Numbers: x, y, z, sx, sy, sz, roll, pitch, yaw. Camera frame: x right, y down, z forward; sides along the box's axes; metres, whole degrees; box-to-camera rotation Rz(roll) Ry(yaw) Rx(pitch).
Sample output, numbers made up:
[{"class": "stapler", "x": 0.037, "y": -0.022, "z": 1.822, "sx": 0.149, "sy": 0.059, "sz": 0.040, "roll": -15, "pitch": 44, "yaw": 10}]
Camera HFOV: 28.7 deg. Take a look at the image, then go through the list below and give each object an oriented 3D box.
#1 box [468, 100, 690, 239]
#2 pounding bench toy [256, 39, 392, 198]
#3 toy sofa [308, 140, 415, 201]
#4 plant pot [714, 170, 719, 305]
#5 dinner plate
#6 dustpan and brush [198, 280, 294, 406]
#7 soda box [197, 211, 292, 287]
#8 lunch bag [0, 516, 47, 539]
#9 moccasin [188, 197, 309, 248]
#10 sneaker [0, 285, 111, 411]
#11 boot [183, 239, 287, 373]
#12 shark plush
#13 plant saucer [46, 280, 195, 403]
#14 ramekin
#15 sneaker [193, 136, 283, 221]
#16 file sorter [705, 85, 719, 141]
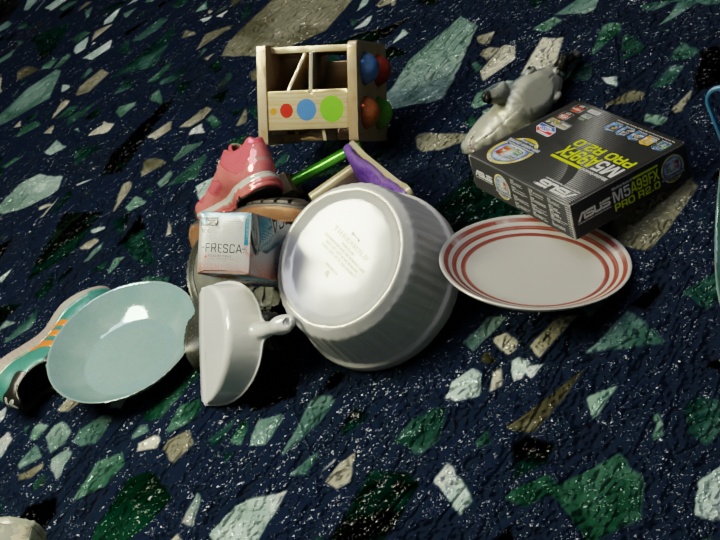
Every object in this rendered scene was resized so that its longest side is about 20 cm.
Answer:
[{"class": "box", "x": 0.237, "y": -0.115, "z": 1.544, "sx": 0.159, "sy": 0.045, "sz": 0.200, "roll": -26, "pitch": 30, "yaw": -17}, {"class": "pounding bench toy", "x": -0.039, "y": -0.192, "z": 1.831, "sx": 0.154, "sy": 0.203, "sz": 0.124, "roll": 1, "pitch": 6, "yaw": 19}, {"class": "toy sofa", "x": 0.011, "y": -0.068, "z": 1.661, "sx": 0.082, "sy": 0.098, "sz": 0.200, "roll": -35, "pitch": 33, "yaw": -6}, {"class": "plant pot", "x": 0.398, "y": -0.057, "z": 1.249, "sx": 0.132, "sy": 0.202, "sz": 0.202, "roll": 5, "pitch": 41, "yaw": 5}, {"class": "dinner plate", "x": 0.179, "y": -0.003, "z": 1.446, "sx": 0.197, "sy": 0.025, "sz": 0.201, "roll": -2, "pitch": 30, "yaw": 1}, {"class": "dustpan and brush", "x": -0.126, "y": 0.071, "z": 1.549, "sx": 0.056, "sy": 0.142, "sz": 0.200, "roll": 1, "pitch": -11, "yaw": -21}, {"class": "soda box", "x": -0.110, "y": -0.020, "z": 1.556, "sx": 0.063, "sy": 0.200, "sz": 0.070, "roll": 1, "pitch": 86, "yaw": 18}, {"class": "lunch bag", "x": -0.414, "y": 0.356, "z": 1.448, "sx": 0.198, "sy": 0.118, "sz": 0.165, "roll": -22, "pitch": 32, "yaw": 25}, {"class": "moccasin", "x": -0.138, "y": -0.044, "z": 1.780, "sx": 0.199, "sy": 0.079, "sz": 0.073, "roll": -16, "pitch": -8, "yaw": 32}, {"class": "sneaker", "x": -0.379, "y": 0.106, "z": 1.804, "sx": 0.200, "sy": 0.072, "sz": 0.080, "roll": -43, "pitch": 45, "yaw": -15}, {"class": "boot", "x": -0.140, "y": 0.031, "z": 1.696, "sx": 0.129, "sy": 0.068, "sz": 0.202, "roll": -17, "pitch": 47, "yaw": 15}, {"class": "shark plush", "x": 0.199, "y": -0.219, "z": 1.732, "sx": 0.201, "sy": 0.091, "sz": 0.083, "roll": -55, "pitch": 8, "yaw": -23}, {"class": "plant saucer", "x": -0.288, "y": 0.097, "z": 1.735, "sx": 0.198, "sy": 0.039, "sz": 0.203, "roll": -13, "pitch": 42, "yaw": 12}, {"class": "ramekin", "x": 0.000, "y": 0.000, "z": 1.507, "sx": 0.200, "sy": 0.094, "sz": 0.205, "roll": -12, "pitch": 67, "yaw": 29}, {"class": "sneaker", "x": -0.160, "y": -0.118, "z": 1.838, "sx": 0.073, "sy": 0.088, "sz": 0.199, "roll": -5, "pitch": -10, "yaw": -32}, {"class": "file sorter", "x": 0.453, "y": -0.200, "z": 1.429, "sx": 0.138, "sy": 0.123, "sz": 0.201, "roll": 2, "pitch": 46, "yaw": 43}]
